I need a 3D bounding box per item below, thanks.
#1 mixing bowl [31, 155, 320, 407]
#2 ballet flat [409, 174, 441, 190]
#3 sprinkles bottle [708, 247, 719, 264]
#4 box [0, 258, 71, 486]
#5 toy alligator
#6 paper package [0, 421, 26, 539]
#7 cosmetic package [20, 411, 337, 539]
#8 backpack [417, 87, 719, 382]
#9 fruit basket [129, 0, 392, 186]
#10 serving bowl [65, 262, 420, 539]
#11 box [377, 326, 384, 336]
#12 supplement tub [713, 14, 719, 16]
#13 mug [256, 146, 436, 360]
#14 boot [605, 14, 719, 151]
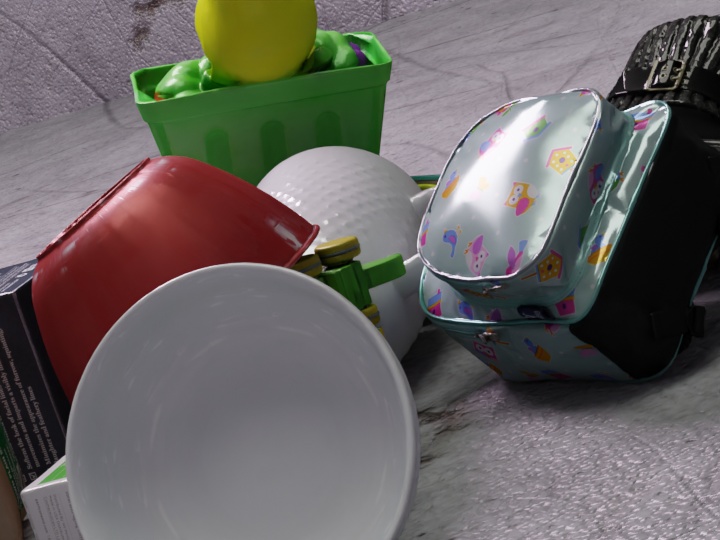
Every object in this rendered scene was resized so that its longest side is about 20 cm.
[{"bbox_3d":[-0.134,-0.001,1.455,0.200,0.108,0.200,-41,6,5],"label":"mixing bowl"},{"bbox_3d":[0.020,-0.050,1.822,0.200,0.067,0.067,9,9,43],"label":"ballet flat"},{"bbox_3d":[0.178,-0.014,1.634,0.199,0.068,0.068,-18,12,2],"label":"sprinkles bottle"},{"bbox_3d":[-0.297,0.091,1.699,0.199,0.149,0.107,-14,12,18],"label":"box"},{"bbox_3d":[-0.046,0.025,1.481,0.054,0.060,0.200,-11,11,41],"label":"toy alligator"},{"bbox_3d":[-0.338,0.115,1.533,0.190,0.201,0.103,-19,12,1],"label":"paper package"},{"bbox_3d":[-0.082,0.130,1.353,0.199,0.085,0.108,-16,8,16],"label":"cosmetic package"},{"bbox_3d":[0.125,-0.020,1.493,0.200,0.153,0.176,-14,50,59],"label":"backpack"},{"bbox_3d":[-0.080,-0.167,1.791,0.215,0.216,0.156,-19,18,-2],"label":"fruit basket"},{"bbox_3d":[-0.056,0.098,1.248,0.199,0.201,0.066,-15,-10,17],"label":"serving bowl"},{"bbox_3d":[-0.073,0.101,1.503,0.199,0.070,0.064,-16,10,12],"label":"box"},{"bbox_3d":[0.366,-0.159,1.863,0.200,0.123,0.122,-5,18,47],"label":"supplement tub"},{"bbox_3d":[0.000,0.000,1.635,0.200,0.148,0.175,-27,20,16],"label":"mug"},{"bbox_3d":[0.247,-0.102,1.588,0.211,0.080,0.158,14,48,37],"label":"boot"}]
